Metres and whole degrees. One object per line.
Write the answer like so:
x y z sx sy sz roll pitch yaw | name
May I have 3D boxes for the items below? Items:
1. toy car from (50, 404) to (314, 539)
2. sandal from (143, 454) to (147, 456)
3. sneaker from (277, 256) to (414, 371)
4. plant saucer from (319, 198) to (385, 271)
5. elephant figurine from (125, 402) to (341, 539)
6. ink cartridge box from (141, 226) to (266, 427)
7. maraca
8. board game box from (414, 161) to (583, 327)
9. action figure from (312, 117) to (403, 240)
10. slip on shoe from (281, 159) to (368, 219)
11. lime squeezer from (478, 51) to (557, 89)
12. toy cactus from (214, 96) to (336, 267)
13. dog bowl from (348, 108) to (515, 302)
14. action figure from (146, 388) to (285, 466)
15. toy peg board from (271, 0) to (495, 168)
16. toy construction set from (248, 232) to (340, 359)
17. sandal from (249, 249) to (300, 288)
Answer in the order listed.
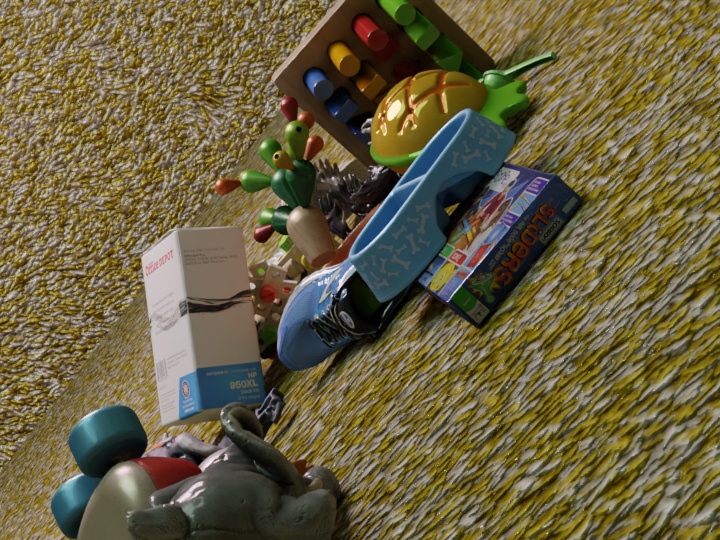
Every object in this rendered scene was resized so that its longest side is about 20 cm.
-0.124 0.210 1.342 0.199 0.185 0.178 -12 -35 -31 | toy car
-0.235 0.269 1.667 0.079 0.087 0.201 -30 25 56 | sandal
-0.016 0.033 1.578 0.200 0.078 0.089 -44 10 28 | sneaker
0.000 0.000 1.723 0.200 0.037 0.200 -49 11 12 | plant saucer
-0.087 0.172 1.205 0.140 0.156 0.200 -16 27 -1 | elephant figurine
-0.177 0.063 1.813 0.144 0.083 0.202 154 109 -64 | ink cartridge box
0.090 -0.154 1.701 0.199 0.107 0.137 -1 43 49 | maraca
0.108 -0.028 1.387 0.136 0.034 0.200 -50 11 1 | board game box
0.005 -0.108 1.850 0.118 0.102 0.200 -34 -3 -27 | action figure
-0.045 -0.086 2.000 0.061 0.074 0.200 -32 1 28 | slip on shoe
0.138 -0.188 1.781 0.200 0.038 0.071 -44 13 28 | lime squeezer
-0.080 -0.080 1.801 0.102 0.166 0.200 -11 -29 -32 | toy cactus
0.061 -0.064 1.471 0.201 0.050 0.111 -53 11 -17 | dog bowl
-0.151 0.184 1.574 0.201 0.104 0.193 -56 22 -10 | action figure
0.038 -0.223 1.906 0.199 0.200 0.098 -47 27 7 | toy peg board
-0.090 0.025 1.890 0.131 0.092 0.200 -47 1 18 | toy construction set
-0.110 0.024 2.065 0.082 0.050 0.203 -10 27 51 | sandal
